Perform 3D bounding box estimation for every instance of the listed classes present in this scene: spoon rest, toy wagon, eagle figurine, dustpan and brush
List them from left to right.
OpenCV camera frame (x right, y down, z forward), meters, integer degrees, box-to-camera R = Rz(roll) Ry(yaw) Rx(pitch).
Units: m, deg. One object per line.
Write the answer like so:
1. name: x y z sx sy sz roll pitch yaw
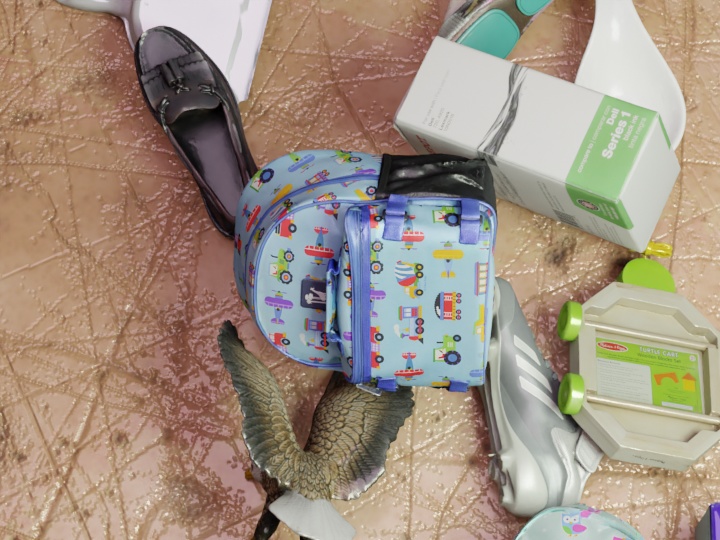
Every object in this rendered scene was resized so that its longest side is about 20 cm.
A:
1. dustpan and brush: -0.181 -0.229 1.582 0.199 0.057 0.140 14 85 0
2. eagle figurine: -0.049 0.141 1.414 0.150 0.152 0.201 4 76 25
3. spoon rest: 0.221 -0.181 1.542 0.099 0.061 0.201 -8 71 -1
4. toy wagon: 0.235 0.065 1.454 0.155 0.040 0.201 11 54 -11

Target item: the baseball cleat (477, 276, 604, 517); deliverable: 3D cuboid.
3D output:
1. baseball cleat: 0.144 0.102 1.459 0.106 0.070 0.201 0 73 -15

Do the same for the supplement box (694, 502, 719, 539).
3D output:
1. supplement box: 0.364 0.239 1.378 0.199 0.103 0.102 2 71 4

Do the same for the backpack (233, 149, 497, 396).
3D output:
1. backpack: 0.000 0.000 1.375 0.199 0.135 0.183 5 116 -2

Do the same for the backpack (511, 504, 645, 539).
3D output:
1. backpack: 0.154 0.280 1.360 0.166 0.127 0.200 24 71 13

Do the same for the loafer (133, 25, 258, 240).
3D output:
1. loafer: -0.132 -0.122 1.513 0.072 0.063 0.200 -26 87 -3

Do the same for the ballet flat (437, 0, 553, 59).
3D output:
1. ballet flat: 0.120 -0.234 1.555 0.200 0.069 0.071 -46 50 4

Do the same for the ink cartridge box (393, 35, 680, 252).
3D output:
1. ink cartridge box: 0.145 -0.102 1.451 0.200 0.146 0.085 23 82 21
